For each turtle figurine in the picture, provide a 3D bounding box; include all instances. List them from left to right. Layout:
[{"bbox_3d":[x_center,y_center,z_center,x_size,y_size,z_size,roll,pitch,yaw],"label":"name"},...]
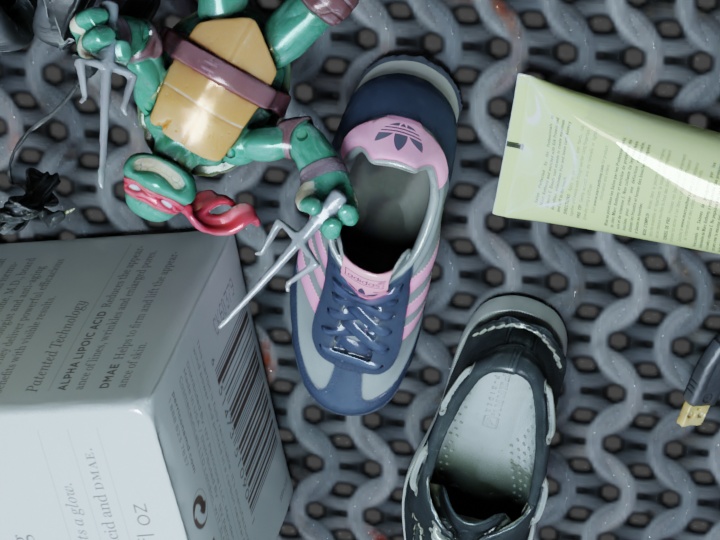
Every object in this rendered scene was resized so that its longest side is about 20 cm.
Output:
[{"bbox_3d":[-0.062,-0.087,1.046,0.150,0.101,0.200,26,94,-20],"label":"turtle figurine"}]

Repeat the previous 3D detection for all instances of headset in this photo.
[{"bbox_3d":[-0.151,-0.122,1.070,0.123,0.094,0.200,5,111,10],"label":"headset"}]

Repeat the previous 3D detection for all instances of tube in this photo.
[{"bbox_3d":[0.163,-0.037,1.086,0.200,0.052,0.058,13,82,8],"label":"tube"}]

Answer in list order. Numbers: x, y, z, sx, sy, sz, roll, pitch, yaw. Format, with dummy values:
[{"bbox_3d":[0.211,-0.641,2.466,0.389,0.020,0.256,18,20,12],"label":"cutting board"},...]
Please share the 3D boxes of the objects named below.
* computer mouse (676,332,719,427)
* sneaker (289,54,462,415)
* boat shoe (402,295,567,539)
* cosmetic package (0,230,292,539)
[{"bbox_3d":[0.219,0.106,1.159,0.140,0.046,0.200,15,123,1],"label":"computer mouse"},{"bbox_3d":[0.000,0.000,1.119,0.070,0.082,0.200,10,123,3],"label":"sneaker"},{"bbox_3d":[0.057,0.108,1.187,0.075,0.060,0.200,10,123,6],"label":"boat shoe"},{"bbox_3d":[-0.158,0.092,1.161,0.200,0.165,0.165,-4,119,15],"label":"cosmetic package"}]
